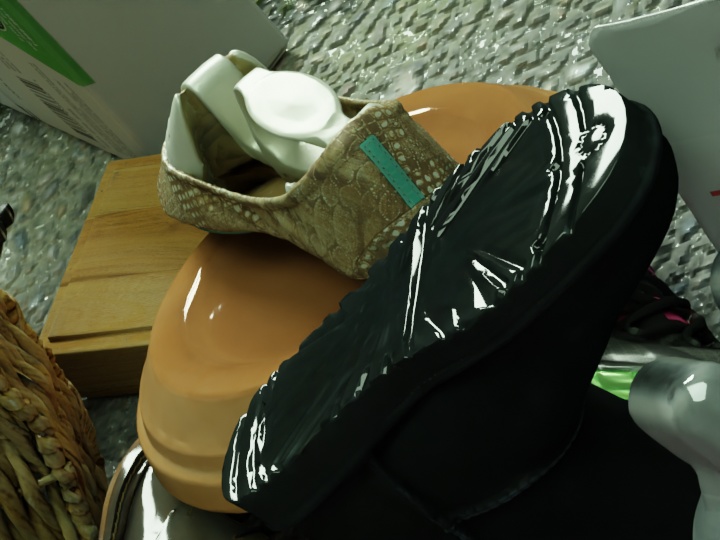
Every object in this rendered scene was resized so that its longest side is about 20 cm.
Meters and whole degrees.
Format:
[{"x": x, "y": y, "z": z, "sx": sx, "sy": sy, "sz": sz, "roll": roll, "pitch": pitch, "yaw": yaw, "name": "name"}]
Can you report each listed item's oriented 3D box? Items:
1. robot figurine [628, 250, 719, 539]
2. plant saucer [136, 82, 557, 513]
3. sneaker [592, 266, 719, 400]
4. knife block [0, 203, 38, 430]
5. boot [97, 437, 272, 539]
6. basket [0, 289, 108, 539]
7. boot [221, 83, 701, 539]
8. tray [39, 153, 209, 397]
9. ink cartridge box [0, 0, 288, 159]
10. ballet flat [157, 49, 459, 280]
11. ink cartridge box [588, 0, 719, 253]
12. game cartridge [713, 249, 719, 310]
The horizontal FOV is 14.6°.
[{"x": 0.169, "y": 0.069, "z": 0.748, "sx": 0.170, "sy": 0.200, "sz": 0.113, "roll": -56, "pitch": 7, "yaw": 0, "name": "robot figurine"}, {"x": 0.000, "y": 0.000, "z": 0.976, "sx": 0.200, "sy": 0.037, "sz": 0.200, "roll": -30, "pitch": 25, "yaw": 16, "name": "plant saucer"}, {"x": 0.084, "y": 0.026, "z": 0.942, "sx": 0.200, "sy": 0.077, "sz": 0.084, "roll": 12, "pitch": 63, "yaw": 43, "name": "sneaker"}, {"x": -0.216, "y": 0.015, "z": 1.141, "sx": 0.199, "sy": 0.176, "sz": 0.064, "roll": -13, "pitch": 42, "yaw": 35, "name": "knife block"}, {"x": -0.049, "y": 0.116, "z": 0.987, "sx": 0.097, "sy": 0.075, "sz": 0.200, "roll": 8, "pitch": 37, "yaw": 21, "name": "boot"}, {"x": -0.179, "y": 0.052, "z": 1.054, "sx": 0.142, "sy": 0.200, "sz": 0.149, "roll": -30, "pitch": 28, "yaw": 7, "name": "basket"}, {"x": 0.072, "y": 0.049, "z": 0.833, "sx": 0.198, "sy": 0.162, "sz": 0.074, "roll": -45, "pitch": 25, "yaw": 33, "name": "boot"}, {"x": -0.035, "y": -0.007, "z": 1.111, "sx": 0.199, "sy": 0.037, "sz": 0.099, "roll": -7, "pitch": 53, "yaw": 38, "name": "tray"}, {"x": -0.149, "y": -0.133, "z": 1.237, "sx": 0.084, "sy": 0.146, "sz": 0.200, "roll": -52, "pitch": 39, "yaw": -11, "name": "ink cartridge box"}, {"x": -0.027, "y": -0.045, "z": 0.967, "sx": 0.070, "sy": 0.065, "sz": 0.200, "roll": -43, "pitch": 26, "yaw": -18, "name": "ballet flat"}, {"x": 0.163, "y": -0.028, "z": 0.808, "sx": 0.115, "sy": 0.200, "sz": 0.068, "roll": -12, "pitch": 39, "yaw": 35, "name": "ink cartridge box"}, {"x": 0.208, "y": -0.048, "z": 0.925, "sx": 0.199, "sy": 0.040, "sz": 0.134, "roll": -17, "pitch": 50, "yaw": 32, "name": "game cartridge"}]
